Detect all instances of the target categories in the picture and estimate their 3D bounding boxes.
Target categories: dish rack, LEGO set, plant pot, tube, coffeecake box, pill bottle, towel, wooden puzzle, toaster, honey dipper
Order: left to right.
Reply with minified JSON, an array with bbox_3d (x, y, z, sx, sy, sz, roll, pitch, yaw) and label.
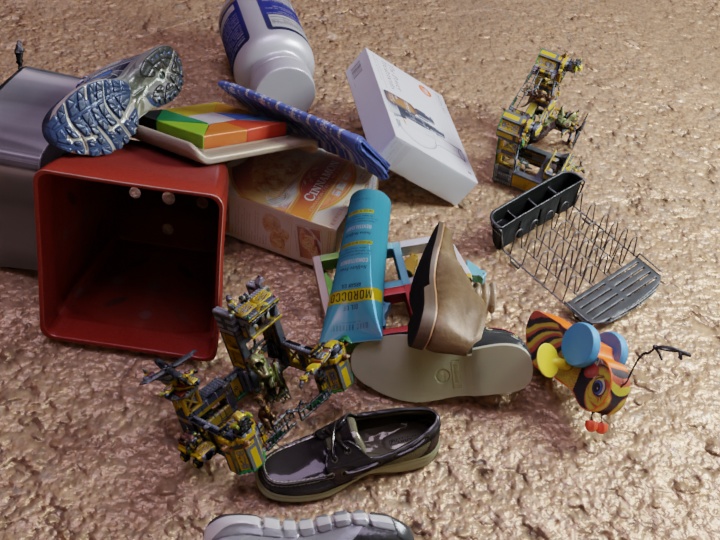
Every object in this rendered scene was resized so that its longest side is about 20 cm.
[{"bbox_3d":[-0.375,-0.127,1.219,0.116,0.203,0.182,10,42,10],"label":"toaster"},{"bbox_3d":[-0.235,-0.043,1.167,0.196,0.203,0.177,8,29,2],"label":"plant pot"},{"bbox_3d":[-0.174,-0.167,1.224,0.183,0.038,0.198,21,21,38],"label":"wooden puzzle"},{"bbox_3d":[-0.111,0.093,1.045,0.199,0.118,0.153,-34,33,-26],"label":"LEGO set"},{"bbox_3d":[-0.130,-0.307,1.493,0.117,0.121,0.202,-7,45,-14],"label":"pill bottle"},{"bbox_3d":[-0.093,-0.100,1.316,0.197,0.074,0.154,19,44,13],"label":"coffeecake box"},{"bbox_3d":[-0.064,-0.168,1.257,0.197,0.145,0.024,25,88,19],"label":"towel"},{"bbox_3d":[0.000,0.000,1.183,0.076,0.051,0.203,-13,50,26],"label":"tube"},{"bbox_3d":[0.061,0.030,1.232,0.196,0.038,0.038,1,43,-3],"label":"honey dipper"},{"bbox_3d":[0.263,-0.190,1.405,0.114,0.155,0.201,23,49,16],"label":"LEGO set"},{"bbox_3d":[0.271,-0.025,1.294,0.152,0.055,0.200,-29,55,-24],"label":"dish rack"}]

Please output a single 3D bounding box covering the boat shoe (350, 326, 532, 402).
[{"bbox_3d":[0.088,0.099,1.146,0.197,0.075,0.063,0,14,3],"label":"boat shoe"}]

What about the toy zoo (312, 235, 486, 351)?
[{"bbox_3d":[0.051,0.022,1.205,0.196,0.021,0.133,-9,52,-6],"label":"toy zoo"}]

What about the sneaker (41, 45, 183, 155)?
[{"bbox_3d":[-0.282,-0.182,1.148,0.084,0.078,0.200,1,29,34],"label":"sneaker"}]

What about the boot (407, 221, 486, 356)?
[{"bbox_3d":[0.096,0.023,1.144,0.074,0.074,0.202,16,37,-6],"label":"boot"}]

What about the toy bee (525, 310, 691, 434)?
[{"bbox_3d":[0.243,0.112,1.119,0.129,0.111,0.200,17,0,-15],"label":"toy bee"}]

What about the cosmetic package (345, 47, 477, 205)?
[{"bbox_3d":[0.067,-0.195,1.402,0.149,0.052,0.202,27,33,-35],"label":"cosmetic package"}]

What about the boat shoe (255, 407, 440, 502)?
[{"bbox_3d":[-0.011,0.175,1.049,0.196,0.066,0.074,-14,49,-19],"label":"boat shoe"}]

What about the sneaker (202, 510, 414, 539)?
[{"bbox_3d":[-0.049,0.284,0.937,0.196,0.076,0.117,-3,48,5],"label":"sneaker"}]
